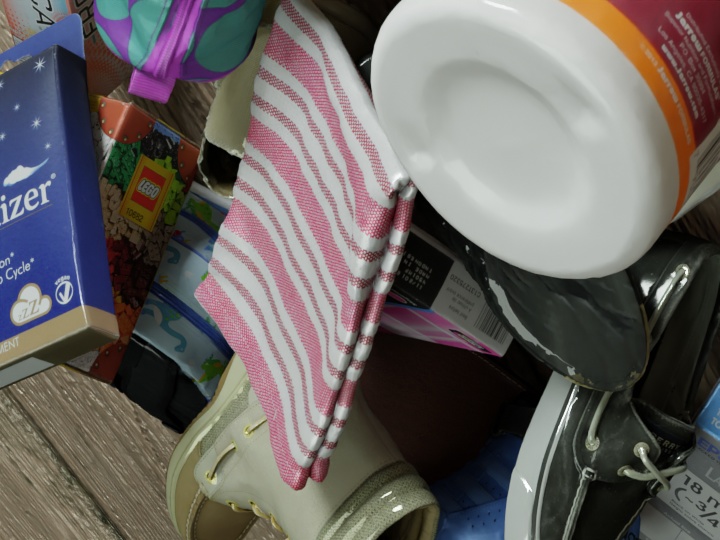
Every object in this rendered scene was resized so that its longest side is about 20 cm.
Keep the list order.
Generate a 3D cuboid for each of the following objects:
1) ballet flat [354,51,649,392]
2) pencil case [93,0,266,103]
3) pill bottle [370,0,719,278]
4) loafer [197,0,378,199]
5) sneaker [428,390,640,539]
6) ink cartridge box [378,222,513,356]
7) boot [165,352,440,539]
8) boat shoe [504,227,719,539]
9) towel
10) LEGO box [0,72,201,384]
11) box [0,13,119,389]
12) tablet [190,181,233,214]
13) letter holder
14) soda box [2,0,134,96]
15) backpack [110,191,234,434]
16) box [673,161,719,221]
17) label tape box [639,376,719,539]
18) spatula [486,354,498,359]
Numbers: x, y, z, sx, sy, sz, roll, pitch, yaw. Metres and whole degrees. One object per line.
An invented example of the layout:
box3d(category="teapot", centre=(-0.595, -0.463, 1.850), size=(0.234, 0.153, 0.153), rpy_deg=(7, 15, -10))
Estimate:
box3d(category="ballet flat", centre=(0.067, -0.027, 0.739), size=(0.201, 0.066, 0.057), rpy_deg=(51, -174, 7))
box3d(category="pencil case", centre=(-0.064, -0.165, 0.690), size=(0.084, 0.093, 0.200), rpy_deg=(13, 151, -12))
box3d(category="pill bottle", centre=(0.103, -0.102, 0.549), size=(0.113, 0.200, 0.115), rpy_deg=(29, 147, 21))
box3d(category="loafer", centre=(-0.044, -0.090, 0.854), size=(0.075, 0.069, 0.200), rpy_deg=(23, 158, -6))
box3d(category="sneaker", centre=(0.074, 0.128, 0.896), size=(0.198, 0.112, 0.077), rpy_deg=(-9, 142, 42))
box3d(category="ink cartridge box", centre=(0.000, 0.000, 0.838), size=(0.094, 0.037, 0.200), rpy_deg=(32, 172, -24))
box3d(category="boot", centre=(-0.036, 0.136, 0.878), size=(0.155, 0.071, 0.201), rpy_deg=(56, 135, 31))
box3d(category="boat shoe", centre=(0.127, 0.077, 0.765), size=(0.070, 0.202, 0.063), rpy_deg=(16, 180, -44))
box3d(category="towel", centre=(-0.031, -0.013, 0.758), size=(0.147, 0.030, 0.202), rpy_deg=(60, 144, 41))
box3d(category="LEGO box", centre=(-0.210, -0.035, 0.943), size=(0.198, 0.151, 0.077), rpy_deg=(15, 170, 36))
box3d(category="box", centre=(-0.196, -0.039, 0.863), size=(0.120, 0.202, 0.032), rpy_deg=(-23, 154, 26))
box3d(category="tablet", centre=(-0.123, -0.025, 1.109), size=(0.199, 0.014, 0.131), rpy_deg=(27, 146, 29))
box3d(category="letter holder", centre=(0.036, 0.097, 0.990), size=(0.199, 0.143, 0.100), rpy_deg=(31, -169, 14))
box3d(category="soda box", centre=(-0.171, -0.193, 0.902), size=(0.063, 0.068, 0.201), rpy_deg=(27, 147, 23))
box3d(category="backpack", centre=(-0.128, 0.027, 1.033), size=(0.162, 0.154, 0.200), rpy_deg=(36, -179, 11))
box3d(category="box", centre=(0.095, -0.121, 0.667), size=(0.200, 0.068, 0.082), rpy_deg=(44, 151, -1))
box3d(category="label tape box", centre=(0.232, 0.111, 0.798), size=(0.144, 0.063, 0.201), rpy_deg=(35, 149, 15))
box3d(category="spatula", centre=(0.102, 0.033, 0.897), size=(0.199, 0.021, 0.057), rpy_deg=(3, 144, 46))
